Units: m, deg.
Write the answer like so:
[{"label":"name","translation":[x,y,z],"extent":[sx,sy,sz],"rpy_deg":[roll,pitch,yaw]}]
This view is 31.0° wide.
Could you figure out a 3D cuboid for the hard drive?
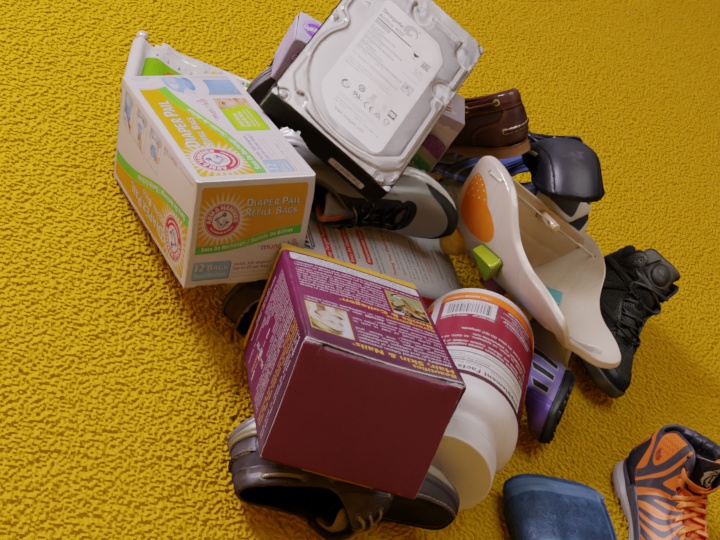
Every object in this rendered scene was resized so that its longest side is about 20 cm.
[{"label":"hard drive","translation":[0.015,-0.178,1.185],"extent":[0.139,0.038,0.201],"rpy_deg":[40,58,-9]}]

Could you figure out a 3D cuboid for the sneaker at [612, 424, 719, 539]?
[{"label":"sneaker","translation":[0.304,0.228,1.212],"extent":[0.077,0.112,0.201],"rpy_deg":[14,41,-28]}]

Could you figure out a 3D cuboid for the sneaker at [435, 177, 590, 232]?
[{"label":"sneaker","translation":[0.151,-0.035,1.418],"extent":[0.196,0.131,0.080],"rpy_deg":[0,12,7]}]

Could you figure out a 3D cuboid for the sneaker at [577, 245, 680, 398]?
[{"label":"sneaker","translation":[0.288,0.044,1.405],"extent":[0.076,0.114,0.200],"rpy_deg":[42,33,-21]}]

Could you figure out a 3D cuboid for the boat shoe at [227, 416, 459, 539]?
[{"label":"boat shoe","translation":[-0.016,0.181,1.033],"extent":[0.198,0.075,0.074],"rpy_deg":[17,48,-13]}]

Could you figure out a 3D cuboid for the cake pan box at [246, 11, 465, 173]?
[{"label":"cake pan box","translation":[-0.024,-0.135,1.277],"extent":[0.198,0.185,0.053],"rpy_deg":[25,36,-18]}]

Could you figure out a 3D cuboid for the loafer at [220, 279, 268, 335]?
[{"label":"loafer","translation":[-0.029,0.049,1.157],"extent":[0.198,0.073,0.071],"rpy_deg":[11,42,-32]}]

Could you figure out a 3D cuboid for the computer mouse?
[{"label":"computer mouse","translation":[0.178,-0.126,1.340],"extent":[0.139,0.047,0.200],"rpy_deg":[7,21,-1]}]

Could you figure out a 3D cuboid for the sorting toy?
[{"label":"sorting toy","translation":[0.179,0.015,1.256],"extent":[0.199,0.107,0.181],"rpy_deg":[31,21,-47]}]

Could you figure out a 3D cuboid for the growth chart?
[{"label":"growth chart","translation":[-0.159,-0.183,1.360],"extent":[0.198,0.018,0.146],"rpy_deg":[17,40,-26]}]

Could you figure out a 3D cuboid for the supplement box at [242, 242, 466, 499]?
[{"label":"supplement box","translation":[-0.012,0.073,1.019],"extent":[0.130,0.104,0.200],"rpy_deg":[18,17,-14]}]

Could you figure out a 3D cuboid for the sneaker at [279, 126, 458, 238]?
[{"label":"sneaker","translation":[-0.001,-0.064,1.219],"extent":[0.198,0.074,0.080],"rpy_deg":[18,45,-16]}]

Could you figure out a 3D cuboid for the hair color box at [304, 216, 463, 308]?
[{"label":"hair color box","translation":[0.000,0.000,1.251],"extent":[0.198,0.061,0.102],"rpy_deg":[14,40,-32]}]

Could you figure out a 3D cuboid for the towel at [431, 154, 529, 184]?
[{"label":"towel","translation":[0.084,-0.129,1.431],"extent":[0.198,0.024,0.144],"rpy_deg":[18,25,32]}]

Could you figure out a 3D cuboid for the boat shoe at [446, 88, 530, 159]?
[{"label":"boat shoe","translation":[0.085,-0.157,1.335],"extent":[0.070,0.198,0.071],"rpy_deg":[-41,125,-46]}]

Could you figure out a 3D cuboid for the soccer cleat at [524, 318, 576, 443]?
[{"label":"soccer cleat","translation":[0.176,0.098,1.302],"extent":[0.072,0.069,0.201],"rpy_deg":[18,35,2]}]

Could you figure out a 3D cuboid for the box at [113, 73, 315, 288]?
[{"label":"box","translation":[-0.132,-0.083,1.132],"extent":[0.111,0.102,0.200],"rpy_deg":[-6,35,-28]}]

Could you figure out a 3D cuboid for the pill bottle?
[{"label":"pill bottle","translation":[0.090,0.114,1.154],"extent":[0.112,0.113,0.201],"rpy_deg":[32,36,-7]}]

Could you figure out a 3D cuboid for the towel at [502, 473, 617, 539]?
[{"label":"towel","translation":[0.189,0.268,1.122],"extent":[0.111,0.049,0.201],"rpy_deg":[17,40,-26]}]

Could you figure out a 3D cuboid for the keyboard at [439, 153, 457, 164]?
[{"label":"keyboard","translation":[0.088,-0.151,1.446],"extent":[0.056,0.011,0.200],"rpy_deg":[2,21,10]}]
